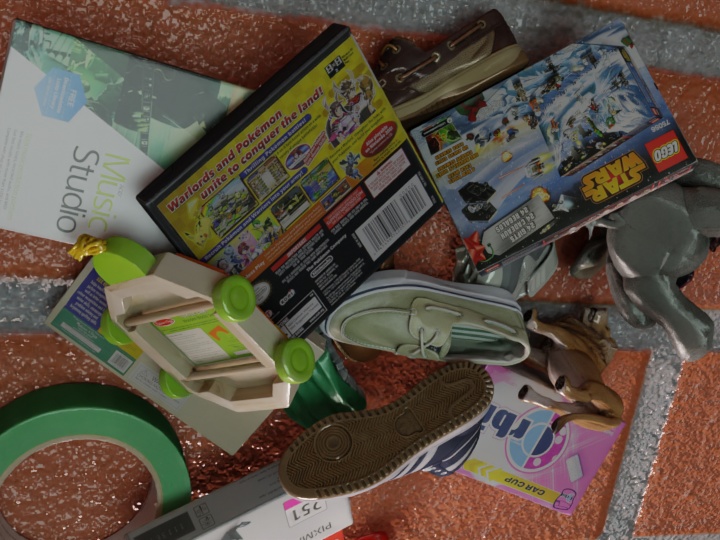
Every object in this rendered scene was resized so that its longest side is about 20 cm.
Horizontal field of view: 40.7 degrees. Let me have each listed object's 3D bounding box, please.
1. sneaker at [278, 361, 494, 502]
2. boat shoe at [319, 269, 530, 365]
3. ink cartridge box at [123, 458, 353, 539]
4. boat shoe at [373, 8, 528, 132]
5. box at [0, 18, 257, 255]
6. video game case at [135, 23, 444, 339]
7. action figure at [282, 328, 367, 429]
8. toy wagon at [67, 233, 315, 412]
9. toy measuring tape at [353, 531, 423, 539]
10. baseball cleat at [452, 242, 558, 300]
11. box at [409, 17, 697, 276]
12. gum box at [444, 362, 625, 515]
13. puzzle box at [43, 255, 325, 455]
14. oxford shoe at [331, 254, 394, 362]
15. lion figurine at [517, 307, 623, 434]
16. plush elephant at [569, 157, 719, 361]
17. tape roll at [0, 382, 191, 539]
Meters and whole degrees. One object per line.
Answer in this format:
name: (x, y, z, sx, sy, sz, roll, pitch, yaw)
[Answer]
sneaker: (0.026, 0.158, 0.855, 0.198, 0.070, 0.109, -25, 153, -10)
boat shoe: (0.061, 0.045, 0.841, 0.198, 0.062, 0.073, 2, 127, -22)
ink cartridge box: (-0.101, 0.263, 0.904, 0.198, 0.044, 0.175, -23, 132, -16)
boat shoe: (0.041, -0.162, 0.821, 0.198, 0.072, 0.073, -25, 87, -2)
box: (-0.169, -0.084, 0.714, 0.198, 0.036, 0.146, 12, 101, -23)
video game case: (-0.044, -0.054, 0.746, 0.200, 0.025, 0.181, -43, 127, -13)
action figure: (-0.056, 0.086, 0.865, 0.118, 0.055, 0.200, -29, 113, 25)
toy wagon: (-0.129, 0.036, 0.720, 0.200, 0.154, 0.040, 50, 49, -28)
toy measuring tape: (-0.019, 0.315, 0.985, 0.198, 0.074, 0.074, -20, 117, 3)
baseball cleat: (0.154, -0.057, 0.904, 0.106, 0.070, 0.201, 12, 111, -37)
box: (0.159, -0.101, 0.817, 0.199, 0.040, 0.138, -27, 79, 9)
gum box: (0.154, 0.156, 0.976, 0.199, 0.066, 0.114, 25, 99, -26)
puzzle box: (-0.145, 0.050, 0.808, 0.199, 0.025, 0.133, 38, 109, -13)
oxford shoe: (0.000, 0.000, 0.860, 0.071, 0.071, 0.202, -12, 116, -17)
lion figurine: (0.204, 0.101, 0.909, 0.122, 0.201, 0.073, 27, 121, -19)
plush elephant: (0.272, -0.040, 0.897, 0.198, 0.155, 0.166, 26, 112, 8)
tape roll: (-0.252, 0.200, 0.859, 0.198, 0.048, 0.203, -7, 113, -18)
